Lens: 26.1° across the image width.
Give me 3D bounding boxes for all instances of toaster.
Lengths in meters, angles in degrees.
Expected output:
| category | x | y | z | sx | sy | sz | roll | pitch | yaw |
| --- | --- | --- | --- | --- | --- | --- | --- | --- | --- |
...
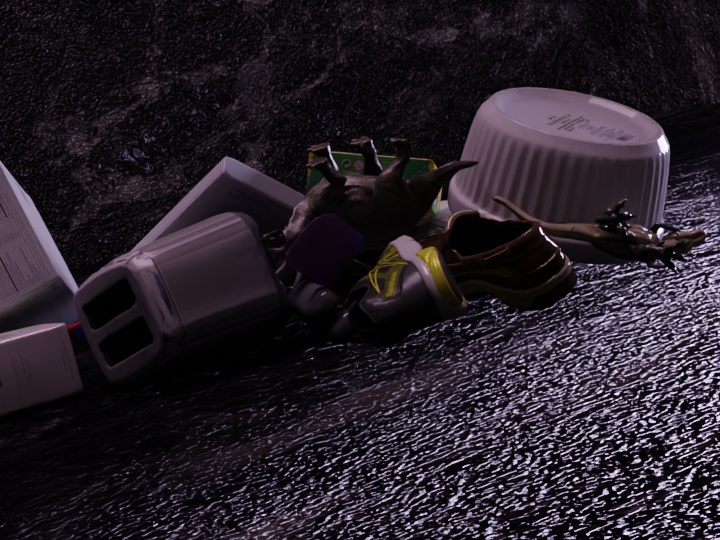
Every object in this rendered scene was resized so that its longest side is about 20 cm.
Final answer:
| category | x | y | z | sx | sy | sz | roll | pitch | yaw |
| --- | --- | --- | --- | --- | --- | --- | --- | --- | --- |
| toaster | -0.156 | 0.026 | 1.338 | 0.129 | 0.114 | 0.200 | -23 | -2 | -37 |

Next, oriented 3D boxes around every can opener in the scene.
| category | x | y | z | sx | sy | sz | roll | pitch | yaw |
| --- | --- | --- | --- | --- | --- | --- | --- | --- | --- |
| can opener | -0.052 | 0.046 | 1.377 | 0.067 | 0.053 | 0.200 | -47 | 11 | -5 |

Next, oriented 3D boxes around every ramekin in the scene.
| category | x | y | z | sx | sy | sz | roll | pitch | yaw |
| --- | --- | --- | --- | --- | --- | --- | --- | --- | --- |
| ramekin | 0.185 | -0.092 | 1.405 | 0.200 | 0.105 | 0.200 | 9 | 22 | -4 |

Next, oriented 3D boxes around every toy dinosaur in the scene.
| category | x | y | z | sx | sy | sz | roll | pitch | yaw |
| --- | --- | --- | --- | --- | --- | --- | --- | --- | --- |
| toy dinosaur | 0.212 | -0.030 | 1.272 | 0.200 | 0.048 | 0.088 | 12 | -2 | -23 |
| toy dinosaur | 0.005 | -0.063 | 1.372 | 0.200 | 0.102 | 0.077 | -15 | 20 | -10 |

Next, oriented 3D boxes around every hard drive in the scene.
| category | x | y | z | sx | sy | sz | roll | pitch | yaw |
| --- | --- | --- | --- | --- | --- | --- | --- | --- | --- |
| hard drive | -0.128 | -0.017 | 1.452 | 0.132 | 0.027 | 0.200 | 26 | -47 | -28 |

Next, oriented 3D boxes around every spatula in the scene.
| category | x | y | z | sx | sy | sz | roll | pitch | yaw |
| --- | --- | --- | --- | --- | --- | --- | --- | --- | --- |
| spatula | 0.000 | 0.000 | 1.351 | 0.021 | 0.057 | 0.200 | 39 | 4 | 29 |

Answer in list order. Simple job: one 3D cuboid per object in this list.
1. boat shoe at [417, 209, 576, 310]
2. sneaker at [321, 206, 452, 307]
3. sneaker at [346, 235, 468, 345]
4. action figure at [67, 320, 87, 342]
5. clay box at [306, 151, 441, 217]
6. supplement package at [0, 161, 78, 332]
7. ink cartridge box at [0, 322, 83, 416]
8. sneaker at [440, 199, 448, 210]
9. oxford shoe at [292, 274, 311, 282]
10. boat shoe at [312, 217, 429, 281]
| category | x | y | z | sx | sy | sz | roll | pitch | yaw |
| --- | --- | --- | --- | --- | --- | --- | --- | --- | --- |
| boat shoe | 0.098 | -0.021 | 1.292 | 0.075 | 0.075 | 0.202 | -42 | 25 | -25 |
| sneaker | 0.056 | -0.004 | 1.460 | 0.200 | 0.078 | 0.082 | -22 | 7 | 17 |
| sneaker | 0.023 | 0.019 | 1.262 | 0.085 | 0.075 | 0.200 | -25 | 1 | -9 |
| action figure | -0.229 | 0.056 | 1.598 | 0.200 | 0.052 | 0.065 | -19 | 9 | 15 |
| clay box | 0.018 | -0.081 | 1.503 | 0.115 | 0.048 | 0.200 | 5 | -2 | 7 |
| supplement package | -0.396 | 0.011 | 1.510 | 0.200 | 0.147 | 0.191 | -28 | -10 | -7 |
| ink cartridge box | -0.360 | 0.103 | 1.361 | 0.200 | 0.067 | 0.117 | -16 | 5 | -28 |
| sneaker | 0.036 | -0.026 | 1.710 | 0.108 | 0.067 | 0.201 | -20 | 5 | -41 |
| oxford shoe | -0.083 | -0.029 | 1.512 | 0.200 | 0.084 | 0.073 | -19 | 31 | 38 |
| boat shoe | 0.011 | -0.006 | 1.559 | 0.200 | 0.072 | 0.069 | -13 | 14 | -7 |
